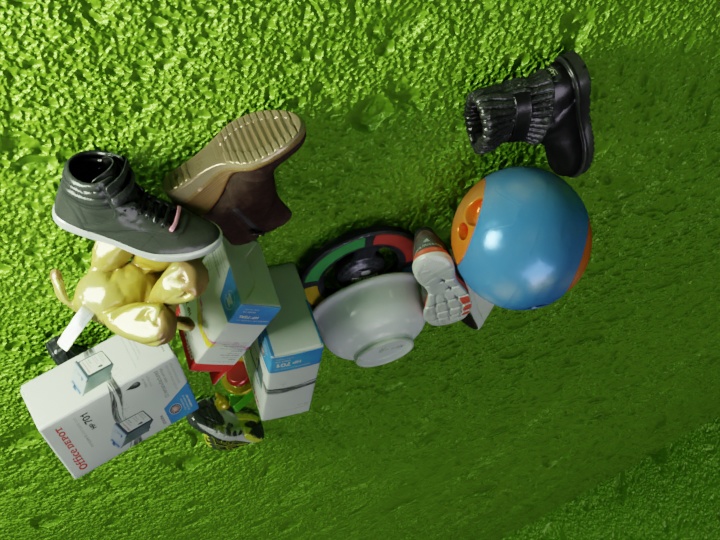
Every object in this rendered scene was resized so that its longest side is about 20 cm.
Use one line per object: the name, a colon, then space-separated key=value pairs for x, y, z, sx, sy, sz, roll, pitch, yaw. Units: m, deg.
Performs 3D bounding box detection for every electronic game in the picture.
electronic game: x=0.000 y=0.000 z=1.397 sx=0.197 sy=0.042 sz=0.201 roll=-16 pitch=148 yaw=-10

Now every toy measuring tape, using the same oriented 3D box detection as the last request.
toy measuring tape: x=-0.167 y=0.154 z=1.531 sx=0.200 sy=0.073 sz=0.074 roll=-41 pitch=152 yaw=-12

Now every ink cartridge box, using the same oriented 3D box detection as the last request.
ink cartridge box: x=-0.123 y=0.111 z=1.386 sx=0.085 sy=0.148 sz=0.201 roll=-11 pitch=148 yaw=-19
ink cartridge box: x=-0.343 y=0.177 z=1.285 sx=0.199 sy=0.086 sz=0.147 roll=-30 pitch=145 yaw=-15
ink cartridge box: x=-0.199 y=0.061 z=1.291 sx=0.067 sy=0.117 sz=0.200 roll=6 pitch=139 yaw=-39

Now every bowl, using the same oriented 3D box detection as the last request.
bowl: x=0.025 y=0.090 z=1.446 sx=0.198 sy=0.091 sz=0.202 roll=-16 pitch=157 yaw=-7

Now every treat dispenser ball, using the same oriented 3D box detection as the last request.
treat dispenser ball: x=0.227 y=-0.046 z=1.314 sx=0.198 sy=0.203 sz=0.202 roll=-16 pitch=149 yaw=-10

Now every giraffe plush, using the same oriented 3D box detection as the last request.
giraffe plush: x=-0.275 y=0.028 z=1.180 sx=0.199 sy=0.173 sz=0.162 roll=-37 pitch=169 yaw=6

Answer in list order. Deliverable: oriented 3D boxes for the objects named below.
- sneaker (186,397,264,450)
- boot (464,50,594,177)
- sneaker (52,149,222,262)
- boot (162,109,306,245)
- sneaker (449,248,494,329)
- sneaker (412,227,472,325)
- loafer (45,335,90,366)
sneaker: x=-0.251 y=0.287 z=1.649 sx=0.084 sy=0.075 sz=0.200 roll=-31 pitch=148 yaw=17
boot: x=0.218 y=-0.180 z=1.216 sx=0.156 sy=0.080 sz=0.212 roll=-26 pitch=139 yaw=-6
sneaker: x=-0.251 y=-0.074 z=1.048 sx=0.197 sy=0.071 sz=0.100 roll=14 pitch=141 yaw=-6
boot: x=-0.124 y=-0.109 z=1.129 sx=0.198 sy=0.073 sz=0.166 roll=-24 pitch=151 yaw=17
sneaker: x=0.180 y=0.011 z=1.524 sx=0.085 sy=0.072 sz=0.201 roll=-48 pitch=146 yaw=-15
sneaker: x=0.119 y=0.007 z=1.386 sx=0.076 sy=0.083 sz=0.201 roll=-12 pitch=143 yaw=4
loafer: x=-0.381 y=0.139 z=1.356 sx=0.070 sy=0.068 sz=0.201 roll=-44 pitch=143 yaw=-3
